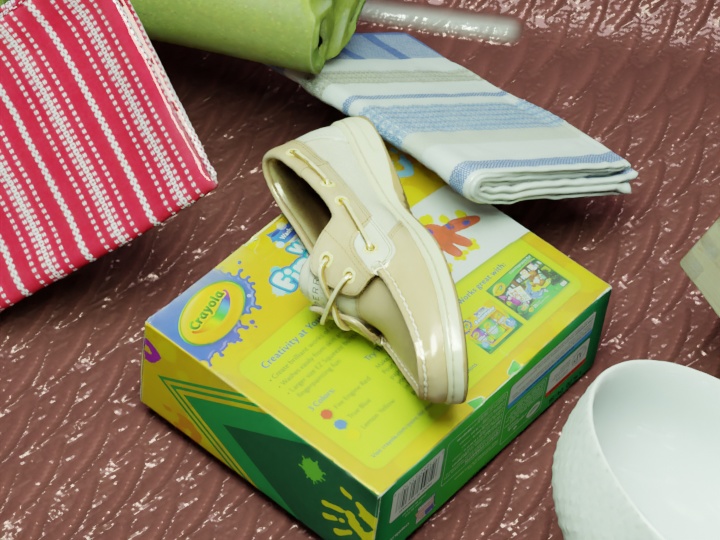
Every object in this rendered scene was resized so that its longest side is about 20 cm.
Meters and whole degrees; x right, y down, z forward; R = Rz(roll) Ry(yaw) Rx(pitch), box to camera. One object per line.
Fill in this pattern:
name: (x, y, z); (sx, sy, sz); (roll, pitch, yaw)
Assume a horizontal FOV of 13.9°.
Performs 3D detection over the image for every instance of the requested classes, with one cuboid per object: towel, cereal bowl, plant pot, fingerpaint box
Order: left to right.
towel: (-0.188, -0.063, 1.583); (0.145, 0.199, 0.022); (63, 21, 1)
plant pot: (-0.084, -0.198, 1.630); (0.183, 0.201, 0.201); (20, 51, 9)
fingerpaint box: (0.008, 0.040, 1.590); (0.166, 0.074, 0.200); (35, 53, 21)
towel: (0.044, -0.088, 1.672); (0.146, 0.024, 0.200); (-5, 29, -47)
cereal bowl: (0.177, 0.142, 1.490); (0.199, 0.083, 0.200); (26, 28, -15)

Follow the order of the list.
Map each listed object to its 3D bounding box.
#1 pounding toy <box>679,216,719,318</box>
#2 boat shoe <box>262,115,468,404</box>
pounding toy: (0.275, 0.000, 1.603); (0.184, 0.142, 0.200); (-19, 67, -43)
boat shoe: (0.000, 0.000, 1.532); (0.069, 0.074, 0.200); (-12, 42, -14)
